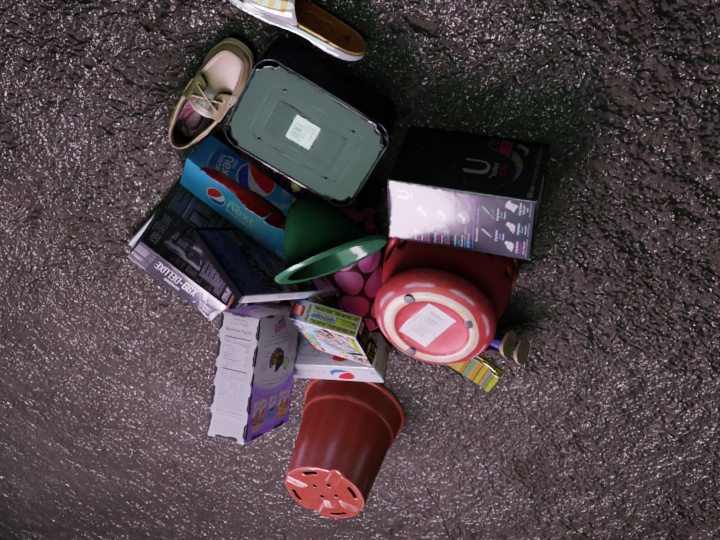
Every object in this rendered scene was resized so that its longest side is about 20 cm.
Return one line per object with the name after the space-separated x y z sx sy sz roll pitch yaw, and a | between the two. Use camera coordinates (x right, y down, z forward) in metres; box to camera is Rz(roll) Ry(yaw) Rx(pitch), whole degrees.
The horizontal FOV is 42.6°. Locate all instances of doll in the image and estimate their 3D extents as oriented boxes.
0.164 0.108 1.467 0.199 0.049 0.136 4 162 45 | doll

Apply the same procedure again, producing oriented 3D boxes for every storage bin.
-0.065 -0.199 1.239 0.198 0.094 0.136 29 121 -8 | storage bin

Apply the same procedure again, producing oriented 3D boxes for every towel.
0.128 0.126 1.459 0.199 0.018 0.086 31 153 9 | towel

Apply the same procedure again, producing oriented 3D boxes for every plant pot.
0.124 0.022 1.336 0.198 0.184 0.202 10 136 10 | plant pot
-0.038 0.325 1.676 0.198 0.196 0.202 11 136 11 | plant pot

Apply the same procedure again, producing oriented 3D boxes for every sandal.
-0.074 -0.337 1.151 0.205 0.080 0.059 24 136 -14 | sandal

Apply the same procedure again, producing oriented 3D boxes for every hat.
-0.074 -0.091 1.272 0.164 0.199 0.178 -25 81 26 | hat

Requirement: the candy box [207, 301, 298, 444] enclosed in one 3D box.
-0.169 0.160 1.503 0.071 0.167 0.203 9 96 19 | candy box

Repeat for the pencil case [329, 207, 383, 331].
0.000 0.000 1.431 0.090 0.094 0.201 27 146 32 | pencil case

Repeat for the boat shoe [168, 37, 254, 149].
-0.212 -0.240 1.298 0.074 0.067 0.200 32 135 -11 | boat shoe

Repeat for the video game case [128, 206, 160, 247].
-0.270 -0.041 1.543 0.181 0.023 0.200 39 134 -16 | video game case

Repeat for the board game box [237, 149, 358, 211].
-0.102 -0.123 1.384 0.156 0.039 0.201 -10 127 29 | board game box

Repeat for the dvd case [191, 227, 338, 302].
-0.139 -0.011 1.366 0.143 0.199 0.018 50 121 28 | dvd case

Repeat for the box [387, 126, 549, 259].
0.145 -0.106 1.244 0.197 0.123 0.107 9 135 13 | box

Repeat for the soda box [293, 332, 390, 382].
-0.053 0.146 1.593 0.197 0.069 0.064 0 152 22 | soda box

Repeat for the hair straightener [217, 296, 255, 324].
-0.196 0.056 1.578 0.076 0.041 0.201 10 141 -18 | hair straightener

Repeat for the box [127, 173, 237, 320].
-0.237 -0.050 1.393 0.157 0.201 0.050 38 135 -17 | box

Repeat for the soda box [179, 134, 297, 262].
-0.167 -0.106 1.367 0.199 0.064 0.068 37 144 2 | soda box

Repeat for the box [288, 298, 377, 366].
-0.039 0.098 1.443 0.109 0.035 0.200 16 165 13 | box

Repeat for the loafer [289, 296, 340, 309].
-0.094 0.041 1.515 0.072 0.073 0.201 -17 125 32 | loafer
